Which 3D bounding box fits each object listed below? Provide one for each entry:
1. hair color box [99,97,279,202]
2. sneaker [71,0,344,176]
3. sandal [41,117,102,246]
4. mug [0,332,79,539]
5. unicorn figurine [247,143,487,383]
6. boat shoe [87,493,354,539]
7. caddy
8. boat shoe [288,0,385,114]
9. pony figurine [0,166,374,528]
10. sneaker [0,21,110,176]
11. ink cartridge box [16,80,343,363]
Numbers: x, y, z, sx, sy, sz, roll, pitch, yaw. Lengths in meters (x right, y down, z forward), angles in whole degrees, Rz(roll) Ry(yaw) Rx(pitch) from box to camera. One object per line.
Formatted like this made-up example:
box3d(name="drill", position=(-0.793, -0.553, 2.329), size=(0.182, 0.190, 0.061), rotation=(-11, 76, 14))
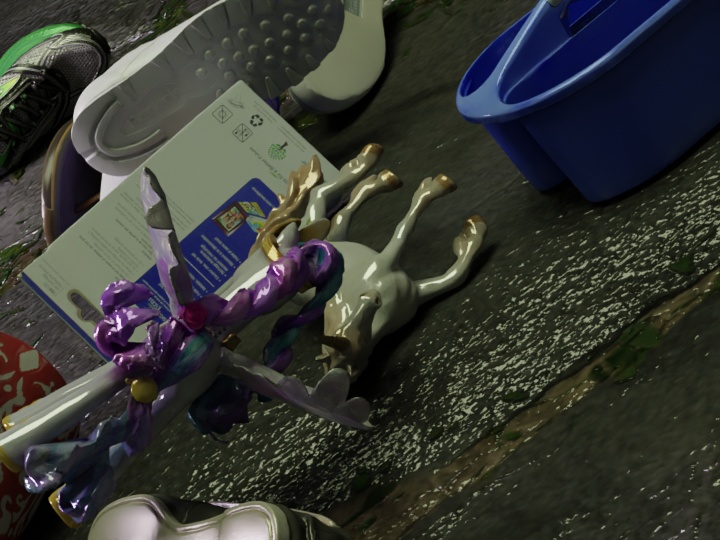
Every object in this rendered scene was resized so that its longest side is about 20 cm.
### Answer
box3d(name="hair color box", position=(-0.115, -0.082, 1.874), size=(0.109, 0.065, 0.200), rotation=(-28, 32, 16))
box3d(name="sneaker", position=(-0.104, -0.141, 1.818), size=(0.200, 0.076, 0.081), rotation=(-26, 21, 8))
box3d(name="sandal", position=(-0.173, -0.083, 2.018), size=(0.055, 0.082, 0.200), rotation=(6, 32, 28))
box3d(name="mug", position=(-0.267, 0.134, 1.580), size=(0.177, 0.133, 0.200), rotation=(-19, 22, 32))
box3d(name="unicorn figurine", position=(0.000, 0.000, 1.552), size=(0.137, 0.074, 0.200), rotation=(-49, 23, -13))
box3d(name="boat shoe", position=(-0.071, 0.147, 1.372), size=(0.200, 0.057, 0.067), rotation=(-9, 68, 56))
box3d(name="caddy", position=(0.146, -0.130, 1.556), size=(0.200, 0.105, 0.141), rotation=(-40, 22, -15))
box3d(name="boat shoe", position=(-0.028, -0.160, 1.960), size=(0.069, 0.072, 0.200), rotation=(-55, 20, 33))
box3d(name="pony figurine", position=(-0.089, 0.041, 1.379), size=(0.200, 0.167, 0.193), rotation=(-39, 4, -1))
box3d(name="sneaker", position=(-0.282, -0.124, 2.269), size=(0.200, 0.078, 0.085), rotation=(-41, 26, 8))
box3d(name="ink cartridge box", position=(-0.111, -0.021, 1.720), size=(0.200, 0.099, 0.039), rotation=(-42, -10, -23))
